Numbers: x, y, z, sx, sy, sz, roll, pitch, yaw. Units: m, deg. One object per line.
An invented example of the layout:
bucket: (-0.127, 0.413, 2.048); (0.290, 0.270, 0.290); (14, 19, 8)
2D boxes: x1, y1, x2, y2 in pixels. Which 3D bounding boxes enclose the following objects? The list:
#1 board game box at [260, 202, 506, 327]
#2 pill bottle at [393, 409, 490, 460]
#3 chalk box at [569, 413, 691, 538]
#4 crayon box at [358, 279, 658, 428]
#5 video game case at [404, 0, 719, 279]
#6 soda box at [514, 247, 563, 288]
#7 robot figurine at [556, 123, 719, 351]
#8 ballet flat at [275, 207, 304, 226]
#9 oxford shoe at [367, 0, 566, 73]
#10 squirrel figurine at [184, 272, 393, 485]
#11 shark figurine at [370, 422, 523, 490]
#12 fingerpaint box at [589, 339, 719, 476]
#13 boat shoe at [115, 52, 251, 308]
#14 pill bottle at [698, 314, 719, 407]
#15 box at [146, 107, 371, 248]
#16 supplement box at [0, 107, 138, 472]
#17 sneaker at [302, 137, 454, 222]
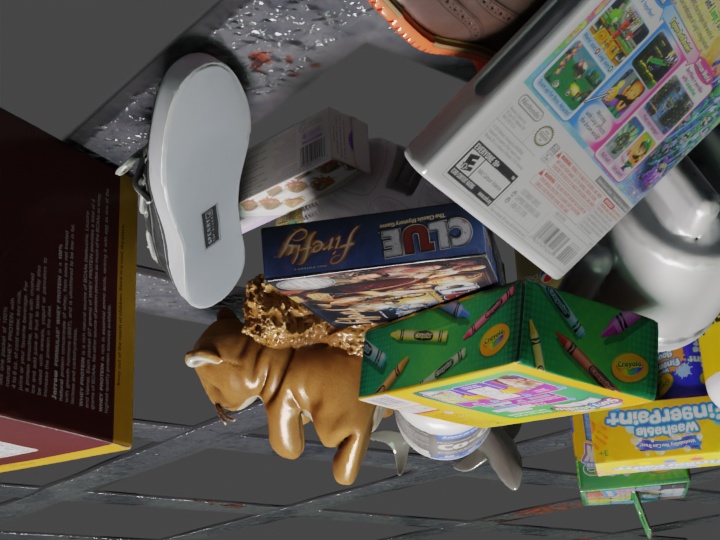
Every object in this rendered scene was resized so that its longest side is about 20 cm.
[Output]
board game box: (0.025, 0.001, 0.758); (0.134, 0.035, 0.200); (-7, 168, 10)
pill bottle: (0.089, 0.126, 1.199); (0.113, 0.115, 0.200); (-4, 160, 3)
chalk box: (0.305, 0.203, 1.303); (0.123, 0.202, 0.125); (-6, 159, 10)
crayon box: (0.099, 0.066, 0.811); (0.118, 0.059, 0.200); (16, 160, -27)
video game case: (0.134, -0.089, 0.626); (0.182, 0.024, 0.200); (-46, 147, 10)
soda box: (0.196, 0.017, 0.985); (0.064, 0.068, 0.200); (-12, 157, 25)
robot figurine: (0.217, -0.017, 0.807); (0.168, 0.113, 0.201); (-17, 150, -17)
ballet flat: (0.000, 0.000, 0.922); (0.070, 0.071, 0.200); (-15, 156, 30)
oxford shoe: (0.056, -0.147, 0.565); (0.072, 0.072, 0.199); (-39, 147, 26)
squirrel figurine: (-0.061, 0.070, 1.037); (0.185, 0.142, 0.201); (18, 125, 12)
shark figurine: (0.127, 0.208, 1.511); (0.213, 0.129, 0.090); (5, 140, 32)
fingerpaint box: (0.314, 0.100, 1.082); (0.198, 0.168, 0.073); (-7, 159, 12)
boat shoe: (-0.114, -0.063, 0.732); (0.073, 0.068, 0.200); (-38, 151, -26)
pill bottle: (0.320, 0.044, 0.885); (0.111, 0.202, 0.113); (-3, 159, -1)
box: (-0.076, -0.057, 0.798); (0.199, 0.042, 0.039); (-22, 152, 39)
supplement box: (-0.259, 0.011, 0.732); (0.132, 0.199, 0.200); (-13, 158, 26)
sneaker: (0.063, -0.048, 0.788); (0.199, 0.076, 0.114); (-15, 156, 31)
